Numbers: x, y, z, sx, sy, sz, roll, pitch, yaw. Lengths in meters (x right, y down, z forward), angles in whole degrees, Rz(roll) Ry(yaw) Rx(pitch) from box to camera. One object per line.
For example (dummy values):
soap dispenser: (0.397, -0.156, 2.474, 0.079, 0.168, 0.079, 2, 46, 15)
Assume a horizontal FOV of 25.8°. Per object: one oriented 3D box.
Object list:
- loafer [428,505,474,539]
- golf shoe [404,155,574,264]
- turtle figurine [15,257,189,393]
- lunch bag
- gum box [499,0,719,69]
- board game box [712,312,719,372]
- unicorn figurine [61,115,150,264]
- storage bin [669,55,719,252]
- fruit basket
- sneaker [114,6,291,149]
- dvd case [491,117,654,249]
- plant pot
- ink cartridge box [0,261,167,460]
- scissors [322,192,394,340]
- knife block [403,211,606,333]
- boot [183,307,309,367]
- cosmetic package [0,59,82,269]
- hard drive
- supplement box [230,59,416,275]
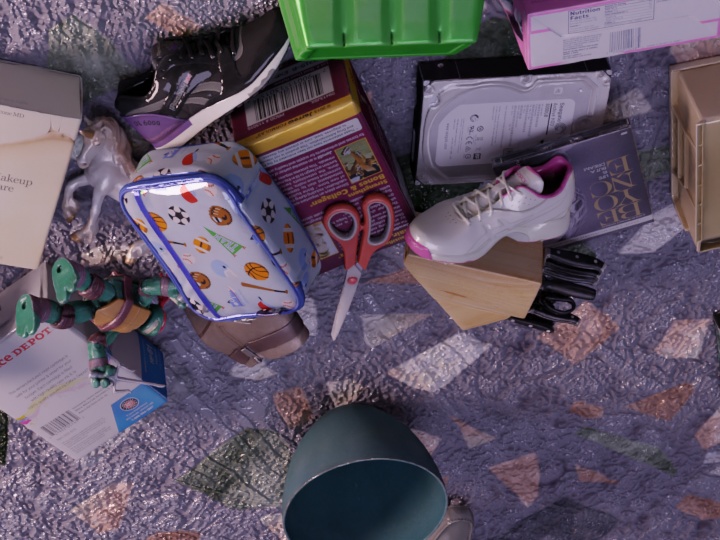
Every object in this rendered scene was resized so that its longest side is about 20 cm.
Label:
loafer: (0.112, 0.394, 2.116, 0.069, 0.070, 0.201, 3, 132, -14)
golf shoe: (0.134, -0.067, 1.590, 0.199, 0.075, 0.092, -16, 143, -29)
turtle figurine: (-0.254, 0.049, 1.643, 0.199, 0.101, 0.150, 19, 110, -45)
lunch bag: (-0.139, -0.032, 1.546, 0.159, 0.076, 0.201, -6, 130, 31)
gum box: (0.231, -0.263, 1.488, 0.198, 0.114, 0.066, -10, 134, -3)
board game box: (0.515, 0.111, 1.962, 0.134, 0.028, 0.201, -17, 134, 3)
unicorn figurine: (-0.244, -0.084, 1.599, 0.199, 0.074, 0.138, 14, 119, -42)
storage bin: (0.438, -0.133, 1.671, 0.198, 0.094, 0.200, -12, 135, -1)
fruit basket: (0.018, -0.299, 1.421, 0.213, 0.155, 0.218, 0, 90, -9)
sneaker: (-0.153, -0.195, 1.506, 0.199, 0.076, 0.087, -37, 123, 22)
dvd case: (0.231, -0.084, 1.686, 0.147, 0.016, 0.200, -16, 149, 9)
plant pot: (-0.003, 0.242, 1.903, 0.198, 0.135, 0.201, -6, 134, -6)
ink cartridge box: (-0.332, 0.102, 1.738, 0.144, 0.085, 0.200, -32, 131, 18)
scissors: (0.000, 0.000, 1.616, 0.072, 0.014, 0.201, -8, 133, -6)
knife block: (0.165, -0.004, 1.725, 0.174, 0.064, 0.200, -18, 136, 28)
boot: (-0.109, 0.029, 1.709, 0.199, 0.071, 0.146, -25, 120, 39)
cosmetic package: (-0.346, -0.103, 1.550, 0.103, 0.073, 0.201, 9, 132, -19)
hard drive: (0.154, -0.155, 1.629, 0.198, 0.038, 0.141, -4, 134, -9)
supplement box: (-0.035, -0.109, 1.587, 0.130, 0.104, 0.201, -21, 133, 8)
